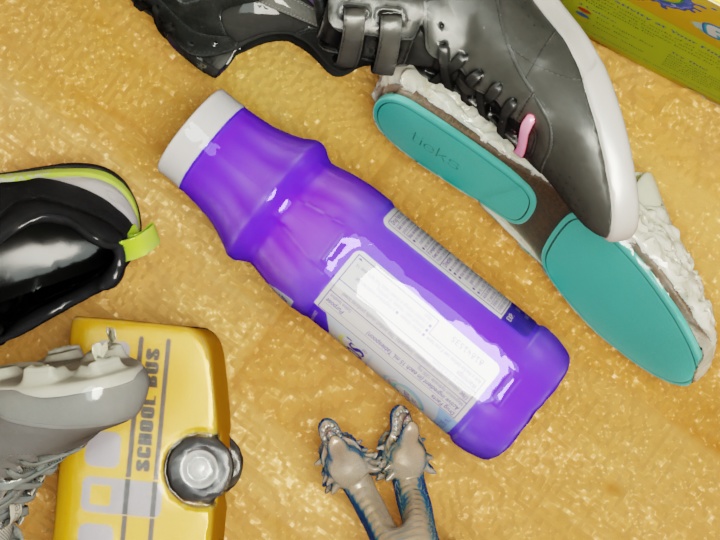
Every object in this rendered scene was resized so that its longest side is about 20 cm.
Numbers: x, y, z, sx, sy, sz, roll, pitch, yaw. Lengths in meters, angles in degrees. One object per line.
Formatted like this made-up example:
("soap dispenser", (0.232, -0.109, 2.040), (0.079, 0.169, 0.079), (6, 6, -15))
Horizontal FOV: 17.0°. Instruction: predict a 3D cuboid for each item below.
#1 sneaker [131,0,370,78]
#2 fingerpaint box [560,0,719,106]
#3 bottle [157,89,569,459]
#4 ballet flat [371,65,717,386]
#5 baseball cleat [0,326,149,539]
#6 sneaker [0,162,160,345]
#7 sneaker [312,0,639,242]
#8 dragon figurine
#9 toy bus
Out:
("sneaker", (-0.083, -0.134, 1.082), (0.199, 0.076, 0.088), (9, 93, 2))
("fingerpaint box", (0.183, -0.112, 1.025), (0.199, 0.167, 0.074), (28, 85, 3))
("bottle", (0.000, 0.000, 1.068), (0.200, 0.084, 0.065), (39, 90, 2))
("ballet flat", (0.094, -0.037, 1.080), (0.200, 0.072, 0.072), (42, 89, 1))
("baseball cleat", (-0.149, 0.085, 1.037), (0.070, 0.200, 0.107), (-13, 93, -38))
("sneaker", (-0.188, 0.001, 1.062), (0.199, 0.083, 0.072), (-19, 114, 0))
("sneaker", (0.040, -0.087, 1.021), (0.099, 0.071, 0.201), (-21, 72, -15))
("dragon figurine", (0.034, 0.157, 1.073), (0.059, 0.099, 0.201), (-20, 107, -1))
("toy bus", (-0.096, 0.124, 1.075), (0.078, 0.065, 0.201), (5, 88, 2))
